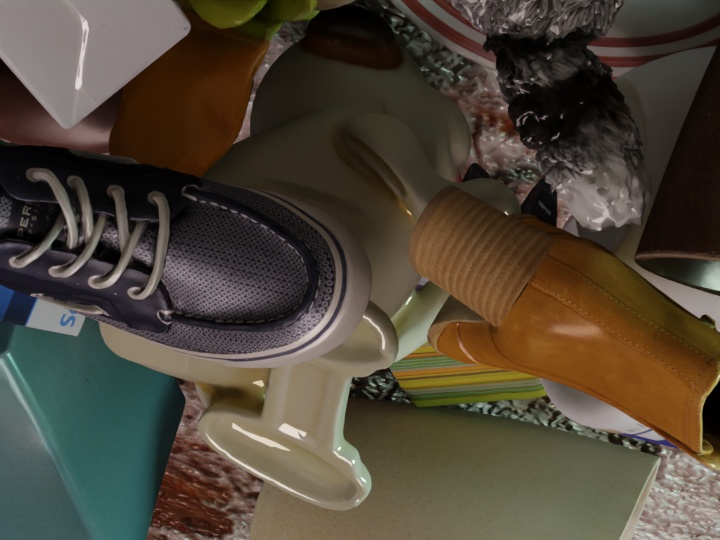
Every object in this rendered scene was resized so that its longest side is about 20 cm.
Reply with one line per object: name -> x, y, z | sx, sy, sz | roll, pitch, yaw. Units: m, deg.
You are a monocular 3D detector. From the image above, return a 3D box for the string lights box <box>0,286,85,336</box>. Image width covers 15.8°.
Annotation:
string lights box -> -0.232, -0.027, 1.270 | 0.199, 0.059, 0.103 | 12, -164, -39

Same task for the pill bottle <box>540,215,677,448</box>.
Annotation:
pill bottle -> 0.194, 0.035, 1.247 | 0.199, 0.120, 0.120 | 15, 152, -29

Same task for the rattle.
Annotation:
rattle -> -0.061, -0.141, 1.037 | 0.130, 0.143, 0.200 | 46, 158, 5

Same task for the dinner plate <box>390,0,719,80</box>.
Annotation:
dinner plate -> 0.096, -0.140, 1.096 | 0.199, 0.024, 0.201 | 9, 149, 5

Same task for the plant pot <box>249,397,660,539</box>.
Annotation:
plant pot -> 0.044, 0.154, 1.485 | 0.199, 0.188, 0.188 | 23, 151, 9

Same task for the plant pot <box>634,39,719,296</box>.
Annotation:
plant pot -> 0.212, -0.081, 0.956 | 0.186, 0.201, 0.187 | 12, 176, 1

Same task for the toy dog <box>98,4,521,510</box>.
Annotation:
toy dog -> -0.024, -0.021, 1.164 | 0.193, 0.200, 0.140 | 17, 138, 17

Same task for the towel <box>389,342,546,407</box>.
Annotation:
towel -> 0.038, 0.014, 1.389 | 0.086, 0.018, 0.200 | -6, 145, 19

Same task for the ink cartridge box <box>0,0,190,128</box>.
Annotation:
ink cartridge box -> -0.156, -0.155, 1.051 | 0.068, 0.200, 0.116 | -40, 128, -1

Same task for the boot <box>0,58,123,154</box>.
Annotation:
boot -> -0.160, -0.088, 1.096 | 0.188, 0.069, 0.200 | 27, -176, -12

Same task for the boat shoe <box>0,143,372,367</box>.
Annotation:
boat shoe -> -0.099, -0.009, 1.027 | 0.199, 0.075, 0.093 | 9, 178, 32

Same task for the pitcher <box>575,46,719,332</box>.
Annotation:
pitcher -> 0.201, -0.013, 1.094 | 0.199, 0.172, 0.122 | 8, 129, -16

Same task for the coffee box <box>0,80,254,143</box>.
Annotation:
coffee box -> -0.164, -0.088, 1.259 | 0.199, 0.044, 0.123 | 21, 150, -13

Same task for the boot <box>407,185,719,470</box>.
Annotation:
boot -> 0.099, 0.034, 1.039 | 0.144, 0.071, 0.201 | 33, 178, 16

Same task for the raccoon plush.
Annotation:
raccoon plush -> 0.101, -0.133, 0.962 | 0.134, 0.097, 0.201 | -32, 88, 32

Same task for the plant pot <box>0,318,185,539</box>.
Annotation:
plant pot -> -0.201, 0.065, 1.449 | 0.140, 0.142, 0.200 | 3, 144, 15

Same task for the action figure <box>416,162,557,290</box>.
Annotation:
action figure -> 0.000, 0.000, 1.303 | 0.199, 0.070, 0.130 | -17, 147, 39
